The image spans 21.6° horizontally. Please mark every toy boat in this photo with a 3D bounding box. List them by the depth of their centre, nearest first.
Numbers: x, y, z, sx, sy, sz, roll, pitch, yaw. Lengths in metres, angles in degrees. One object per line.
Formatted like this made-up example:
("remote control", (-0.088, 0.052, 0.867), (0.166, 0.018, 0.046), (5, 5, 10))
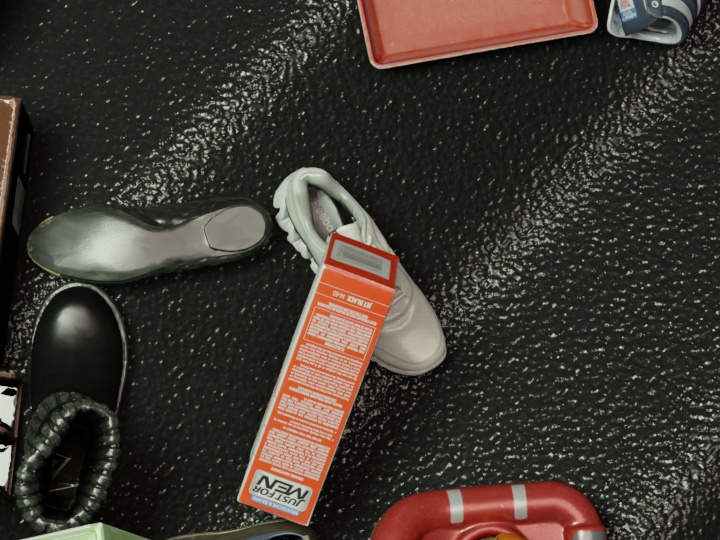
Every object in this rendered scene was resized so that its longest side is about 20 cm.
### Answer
("toy boat", (0.104, 0.232, 1.476), (0.199, 0.131, 0.131), (-4, 81, -7))

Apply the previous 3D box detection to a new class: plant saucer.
("plant saucer", (0.084, -0.278, 1.610), (0.199, 0.037, 0.200), (-11, 81, -8))

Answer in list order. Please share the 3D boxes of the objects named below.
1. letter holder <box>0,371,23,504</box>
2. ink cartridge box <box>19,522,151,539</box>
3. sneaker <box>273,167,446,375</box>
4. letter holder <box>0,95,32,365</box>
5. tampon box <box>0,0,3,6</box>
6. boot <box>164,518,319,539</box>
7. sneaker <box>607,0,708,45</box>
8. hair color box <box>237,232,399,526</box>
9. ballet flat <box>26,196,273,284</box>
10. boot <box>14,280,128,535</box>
("letter holder", (-0.368, 0.117, 1.441), (0.199, 0.142, 0.101), (6, 80, -5))
("ink cartridge box", (-0.255, 0.232, 1.402), (0.199, 0.146, 0.048), (-13, 73, 12))
("sneaker", (0.000, 0.000, 1.532), (0.075, 0.081, 0.200), (-37, 87, -12))
("letter holder", (-0.345, -0.036, 1.485), (0.142, 0.101, 0.201), (6, 80, -3))
("tampon box", (-0.379, -0.278, 1.516), (0.200, 0.126, 0.150), (25, 79, -2))
("boot", (-0.125, 0.238, 1.468), (0.200, 0.097, 0.075), (-20, 83, -9))
("sneaker", (0.215, -0.270, 1.578), (0.200, 0.070, 0.109), (34, 67, -18))
("hair color box", (-0.031, 0.083, 1.462), (0.064, 0.111, 0.200), (21, 104, -3))
("ballet flat", (-0.170, -0.022, 1.532), (0.199, 0.057, 0.067), (-4, 84, -5))
("boot", (-0.220, 0.102, 1.451), (0.079, 0.158, 0.212), (1, 80, -6))
